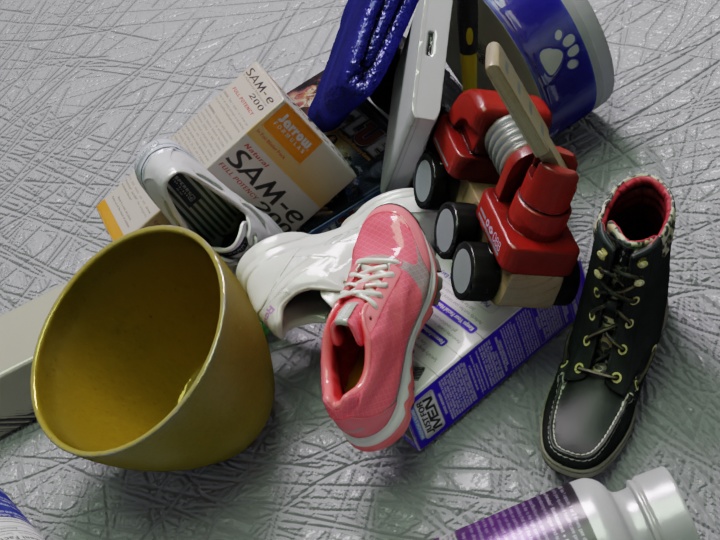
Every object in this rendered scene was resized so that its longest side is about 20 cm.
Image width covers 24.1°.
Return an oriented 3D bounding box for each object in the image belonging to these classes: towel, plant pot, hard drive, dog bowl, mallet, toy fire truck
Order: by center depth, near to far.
[{"bbox_3d":[0.113,-0.094,1.309,0.127,0.201,0.177,4,39,-21],"label":"toy fire truck"},{"bbox_3d":[-0.150,0.084,1.389,0.199,0.142,0.202,-19,54,28],"label":"plant pot"},{"bbox_3d":[0.048,-0.156,1.467,0.026,0.200,0.133,9,73,-5],"label":"hard drive"},{"bbox_3d":[0.085,-0.182,1.467,0.065,0.201,0.041,-13,40,1],"label":"mallet"},{"bbox_3d":[0.139,-0.216,1.537,0.078,0.201,0.200,-34,43,-11],"label":"dog bowl"},{"bbox_3d":[0.007,-0.206,1.543,0.049,0.200,0.149,20,82,-9],"label":"towel"}]

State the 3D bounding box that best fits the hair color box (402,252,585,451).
[{"bbox_3d":[0.083,0.045,1.404,0.199,0.065,0.109,-37,45,-17],"label":"hair color box"}]

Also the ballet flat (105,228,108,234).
[{"bbox_3d":[-0.167,-0.096,1.629,0.199,0.072,0.072,-29,40,18],"label":"ballet flat"}]

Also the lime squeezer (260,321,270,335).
[{"bbox_3d":[-0.118,0.032,1.489,0.198,0.071,0.038,9,71,10],"label":"lime squeezer"}]

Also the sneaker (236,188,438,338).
[{"bbox_3d":[0.000,0.000,1.420,0.198,0.075,0.100,-22,50,-5],"label":"sneaker"}]

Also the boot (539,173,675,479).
[{"bbox_3d":[0.188,0.040,1.289,0.073,0.155,0.204,16,53,18],"label":"boot"}]

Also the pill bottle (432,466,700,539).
[{"bbox_3d":[0.136,0.213,1.177,0.198,0.112,0.112,-23,42,1],"label":"pill bottle"}]

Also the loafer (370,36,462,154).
[{"bbox_3d":[0.061,-0.167,1.624,0.068,0.070,0.201,-57,44,20],"label":"loafer"}]

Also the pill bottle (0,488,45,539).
[{"bbox_3d":[-0.297,0.246,1.330,0.115,0.116,0.200,-38,44,-16],"label":"pill bottle"}]

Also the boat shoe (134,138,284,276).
[{"bbox_3d":[-0.120,-0.030,1.456,0.074,0.200,0.067,-47,36,5],"label":"boat shoe"}]

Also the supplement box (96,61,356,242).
[{"bbox_3d":[-0.120,-0.071,1.526,0.200,0.126,0.074,-42,43,6],"label":"supplement box"}]

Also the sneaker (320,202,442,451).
[{"bbox_3d":[0.011,0.034,1.311,0.073,0.087,0.202,-3,68,26],"label":"sneaker"}]

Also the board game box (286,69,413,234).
[{"bbox_3d":[-0.033,-0.109,1.628,0.135,0.035,0.200,-32,43,-9],"label":"board game box"}]

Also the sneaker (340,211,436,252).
[{"bbox_3d":[0.078,-0.057,1.508,0.198,0.075,0.085,-12,35,6],"label":"sneaker"}]

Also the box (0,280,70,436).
[{"bbox_3d":[-0.271,0.068,1.532,0.199,0.069,0.082,-27,42,-3],"label":"box"}]
